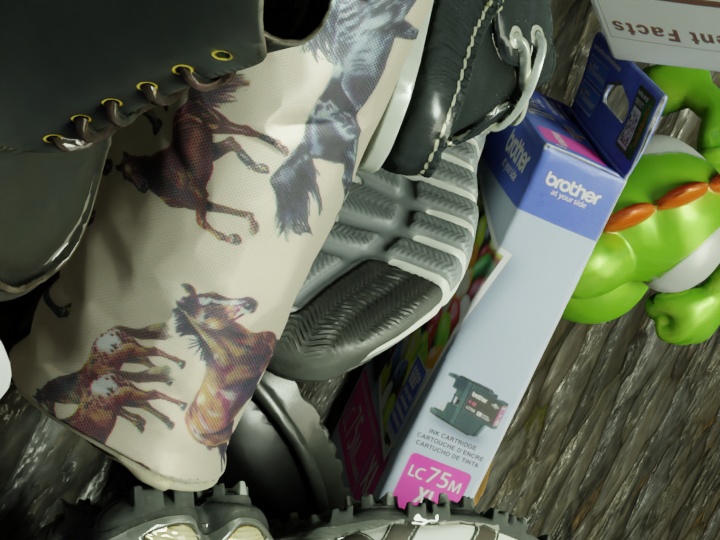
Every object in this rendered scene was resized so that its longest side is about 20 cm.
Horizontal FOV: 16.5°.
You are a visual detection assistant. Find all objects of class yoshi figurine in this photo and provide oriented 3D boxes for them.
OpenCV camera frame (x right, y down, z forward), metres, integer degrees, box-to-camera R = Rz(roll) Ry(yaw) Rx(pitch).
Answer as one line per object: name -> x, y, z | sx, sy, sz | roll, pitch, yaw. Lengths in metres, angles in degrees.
yoshi figurine -> 0.145, -0.028, 1.061 | 0.200, 0.112, 0.112 | -15, 135, -29

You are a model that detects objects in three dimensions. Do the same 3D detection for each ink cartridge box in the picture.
ink cartridge box -> 0.048, 0.004, 0.949 | 0.200, 0.042, 0.119 | -63, -168, 13

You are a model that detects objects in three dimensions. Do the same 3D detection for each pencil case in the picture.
pencil case -> -0.043, -0.038, 0.755 | 0.078, 0.089, 0.200 | 14, 106, -39

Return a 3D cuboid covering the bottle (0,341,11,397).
bottle -> -0.164, 0.079, 0.604 | 0.200, 0.065, 0.084 | -50, 160, -34

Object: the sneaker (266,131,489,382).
sneaker -> 0.000, 0.000, 0.909 | 0.200, 0.075, 0.116 | -61, 173, -48

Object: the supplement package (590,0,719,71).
supplement package -> 0.132, -0.175, 0.859 | 0.117, 0.117, 0.200 | -58, 141, -27

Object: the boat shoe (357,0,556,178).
boat shoe -> 0.039, -0.082, 0.841 | 0.200, 0.060, 0.076 | -73, -172, -58

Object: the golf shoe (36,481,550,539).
golf shoe -> -0.016, 0.122, 0.821 | 0.200, 0.095, 0.078 | 5, 161, -36

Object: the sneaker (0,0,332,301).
sneaker -> -0.063, -0.051, 0.625 | 0.075, 0.106, 0.200 | -47, 157, -40

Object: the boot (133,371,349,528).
boot -> -0.081, 0.129, 0.900 | 0.158, 0.079, 0.211 | -35, 138, -30

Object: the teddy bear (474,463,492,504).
teddy bear -> 0.041, 0.013, 1.115 | 0.145, 0.067, 0.200 | -45, 149, -55
